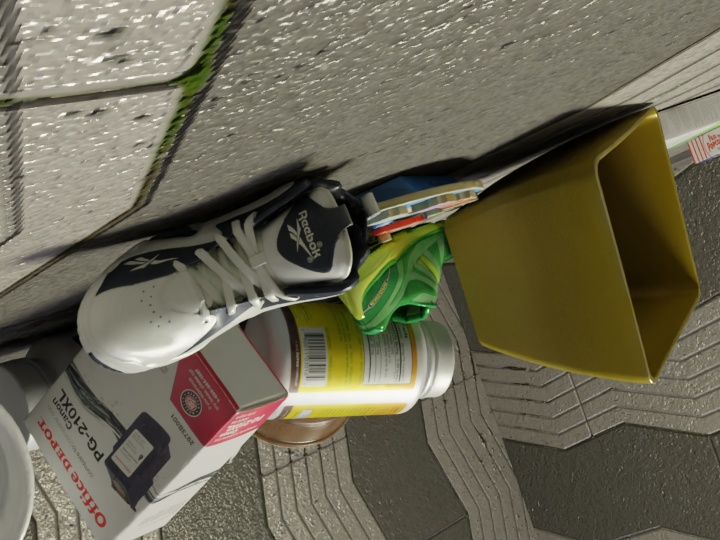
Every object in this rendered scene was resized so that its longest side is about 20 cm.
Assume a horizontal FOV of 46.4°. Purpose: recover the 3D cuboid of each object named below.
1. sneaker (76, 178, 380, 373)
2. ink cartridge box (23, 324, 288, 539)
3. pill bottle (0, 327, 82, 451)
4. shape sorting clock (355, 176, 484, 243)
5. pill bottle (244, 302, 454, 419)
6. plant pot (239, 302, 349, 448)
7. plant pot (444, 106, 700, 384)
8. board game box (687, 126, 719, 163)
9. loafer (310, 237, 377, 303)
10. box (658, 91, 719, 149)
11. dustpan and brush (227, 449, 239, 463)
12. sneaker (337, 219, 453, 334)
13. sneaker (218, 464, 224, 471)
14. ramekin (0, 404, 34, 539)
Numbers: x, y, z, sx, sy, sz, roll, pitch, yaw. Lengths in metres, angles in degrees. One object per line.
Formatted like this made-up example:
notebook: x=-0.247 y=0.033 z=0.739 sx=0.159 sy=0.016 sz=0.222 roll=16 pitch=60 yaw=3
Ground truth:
sneaker: x=-0.066 y=-0.006 z=0.511 sx=0.198 sy=0.080 sz=0.129 roll=-18 pitch=175 yaw=-42
ink cartridge box: x=-0.182 y=0.121 z=0.734 sx=0.200 sy=0.145 sz=0.084 roll=-46 pitch=163 yaw=22
pill bottle: x=-0.287 y=0.119 z=0.891 sx=0.119 sy=0.121 sz=0.199 roll=-22 pitch=176 yaw=38
shape sorting clock: x=0.016 y=-0.044 z=0.752 sx=0.198 sy=0.040 sz=0.200 roll=-20 pitch=177 yaw=-1
pill bottle: x=-0.010 y=0.088 z=0.826 sx=0.198 sy=0.111 sz=0.109 roll=3 pitch=167 yaw=-27
plant pot: x=-0.055 y=0.079 z=0.999 sx=0.199 sy=0.202 sz=0.199 roll=-18 pitch=159 yaw=-35
plant pot: x=0.199 y=-0.019 z=0.811 sx=0.175 sy=0.202 sz=0.200 roll=-9 pitch=-164 yaw=37
board game box: x=0.713 y=-0.258 z=1.497 sx=0.198 sy=0.047 sz=0.151 roll=-19 pitch=177 yaw=-16
loafer: x=-0.040 y=-0.002 z=0.879 sx=0.198 sy=0.077 sz=0.068 roll=-6 pitch=171 yaw=-37
box: x=0.316 y=-0.147 z=0.960 sx=0.198 sy=0.037 sz=0.144 roll=-18 pitch=177 yaw=-10
dustpan and brush: x=-0.169 y=0.134 z=0.959 sx=0.057 sy=0.140 sz=0.200 roll=-24 pitch=160 yaw=-46
sneaker: x=0.043 y=0.005 z=0.811 sx=0.074 sy=0.085 sz=0.199 roll=-12 pitch=-170 yaw=40
sneaker: x=-0.196 y=0.109 z=0.840 sx=0.114 sy=0.203 sz=0.076 roll=-13 pitch=151 yaw=15
ramekin: x=-0.368 y=0.174 z=0.671 sx=0.199 sy=0.203 sz=0.098 roll=-19 pitch=-176 yaw=-23
